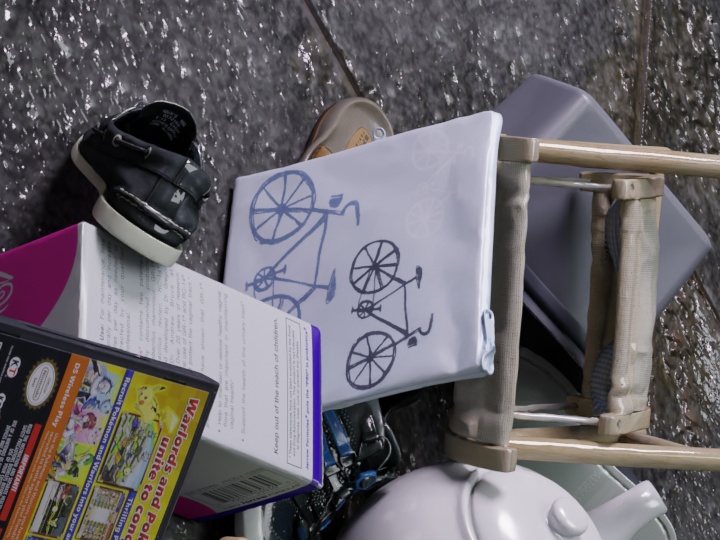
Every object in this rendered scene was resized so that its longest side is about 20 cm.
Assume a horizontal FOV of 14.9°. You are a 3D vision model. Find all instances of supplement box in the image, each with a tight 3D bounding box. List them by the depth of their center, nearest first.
[{"bbox_3d":[-0.121,0.061,1.537,0.200,0.101,0.104,25,56,-47],"label":"supplement box"}]

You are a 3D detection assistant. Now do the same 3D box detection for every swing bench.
[{"bbox_3d":[0.138,0.019,1.722,0.199,0.130,0.200,3,94,-30],"label":"swing bench"}]

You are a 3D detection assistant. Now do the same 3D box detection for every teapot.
[{"bbox_3d":[0.082,0.189,1.678,0.197,0.146,0.201,30,37,-20],"label":"teapot"}]

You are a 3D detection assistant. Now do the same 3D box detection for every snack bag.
[{"bbox_3d":[0.000,0.000,1.643,0.021,0.199,0.190,42,42,-45],"label":"snack bag"}]

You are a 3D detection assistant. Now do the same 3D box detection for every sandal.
[{"bbox_3d":[-0.009,-0.043,1.776,0.082,0.054,0.200,53,39,-24],"label":"sandal"}]

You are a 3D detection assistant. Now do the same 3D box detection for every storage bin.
[{"bbox_3d":[0.132,-0.030,1.859,0.134,0.145,0.200,-46,116,-8],"label":"storage bin"}]

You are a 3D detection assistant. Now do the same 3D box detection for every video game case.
[{"bbox_3d":[-0.175,0.129,1.403,0.180,0.025,0.201,19,93,-45],"label":"video game case"}]

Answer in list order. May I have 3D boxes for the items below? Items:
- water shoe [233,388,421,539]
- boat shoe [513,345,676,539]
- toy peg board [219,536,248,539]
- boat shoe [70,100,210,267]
[{"bbox_3d":[-0.018,0.110,1.659,0.201,0.078,0.072,-68,156,-43],"label":"water shoe"},{"bbox_3d":[0.139,0.130,1.899,0.200,0.075,0.060,55,0,-8],"label":"boat shoe"},{"bbox_3d":[-0.035,0.286,1.508,0.200,0.098,0.200,48,60,-29],"label":"toy peg board"},{"bbox_3d":[-0.117,-0.062,1.546,0.074,0.066,0.199,32,9,-11],"label":"boat shoe"}]
